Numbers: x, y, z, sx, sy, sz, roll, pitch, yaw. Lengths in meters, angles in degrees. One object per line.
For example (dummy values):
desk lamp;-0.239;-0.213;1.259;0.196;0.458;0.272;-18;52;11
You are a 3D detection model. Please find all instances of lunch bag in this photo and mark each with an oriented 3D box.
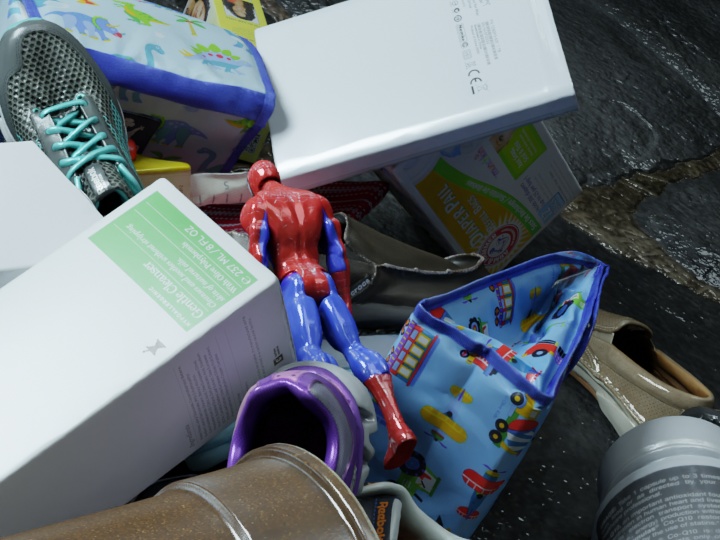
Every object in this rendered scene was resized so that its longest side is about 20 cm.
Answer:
lunch bag;0.076;0.070;1.068;0.094;0.151;0.200;34;29;11
lunch bag;-0.165;-0.128;1.205;0.169;0.129;0.200;10;0;-23

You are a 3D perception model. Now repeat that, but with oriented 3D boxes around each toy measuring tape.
toy measuring tape;-0.134;-0.057;1.164;0.199;0.074;0.074;-7;40;-32

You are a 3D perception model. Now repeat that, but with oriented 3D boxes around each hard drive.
hard drive;0.034;-0.134;1.175;0.198;0.026;0.133;-16;56;8

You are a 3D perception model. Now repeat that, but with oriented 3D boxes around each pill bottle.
pill bottle;0.192;0.179;1.014;0.112;0.114;0.201;18;30;-10

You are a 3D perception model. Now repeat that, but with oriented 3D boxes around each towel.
towel;-0.080;-0.029;1.188;0.144;0.023;0.200;1;20;24

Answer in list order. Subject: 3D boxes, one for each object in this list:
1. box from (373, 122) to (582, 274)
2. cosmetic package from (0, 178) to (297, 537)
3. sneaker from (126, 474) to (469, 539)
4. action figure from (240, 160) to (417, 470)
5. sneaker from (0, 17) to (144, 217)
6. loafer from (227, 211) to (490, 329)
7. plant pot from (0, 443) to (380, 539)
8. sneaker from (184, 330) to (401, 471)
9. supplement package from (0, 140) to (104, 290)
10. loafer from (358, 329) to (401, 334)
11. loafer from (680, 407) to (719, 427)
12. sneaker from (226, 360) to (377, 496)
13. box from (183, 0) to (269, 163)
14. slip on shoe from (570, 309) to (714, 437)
box;0.067;-0.092;1.286;0.101;0.112;0.200;46;-1;34
cosmetic package;-0.142;0.058;0.903;0.200;0.085;0.107;-37;55;-22
sneaker;-0.025;0.143;0.938;0.199;0.080;0.079;17;48;-11
action figure;-0.028;0.020;0.984;0.065;0.052;0.201;-3;57;-27
sneaker;-0.158;-0.058;1.052;0.077;0.201;0.091;-23;5;-19
loafer;0.000;0.000;1.071;0.199;0.072;0.073;-4;2;-35
plant pot;-0.107;0.184;0.722;0.197;0.201;0.201;-6;39;-29
sneaker;-0.030;0.080;1.065;0.199;0.083;0.074;-5;3;-32
supplement package;-0.244;0.015;0.958;0.199;0.120;0.121;-8;40;-43
loafer;0.023;0.044;1.158;0.199;0.071;0.073;8;32;-26
loafer;0.288;0.161;1.158;0.200;0.073;0.071;39;23;14
sneaker;-0.036;0.136;0.855;0.080;0.202;0.089;-1;-15;7
box;-0.107;-0.170;1.423;0.050;0.076;0.200;14;29;-22
slip on shoe;0.183;0.057;1.267;0.076;0.061;0.200;5;34;-31
